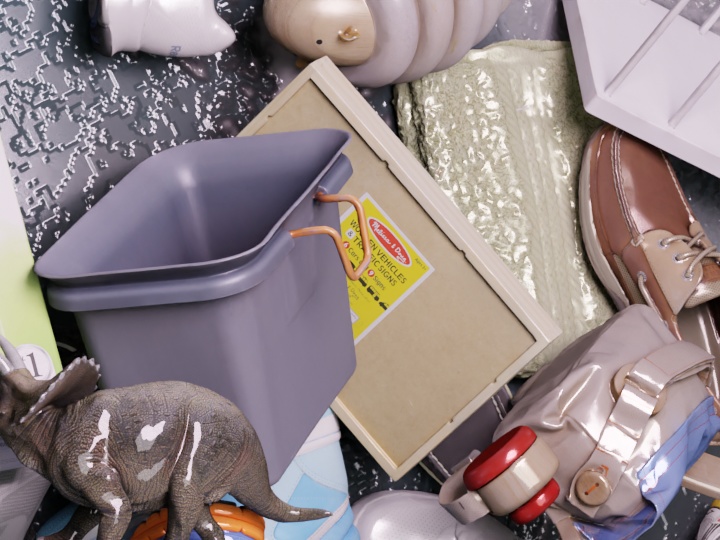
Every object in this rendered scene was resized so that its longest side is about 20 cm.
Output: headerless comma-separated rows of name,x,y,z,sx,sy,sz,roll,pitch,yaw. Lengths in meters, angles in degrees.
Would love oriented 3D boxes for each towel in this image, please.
towel,0.098,-0.036,1.713,0.148,0.036,0.201,-7,88,-27

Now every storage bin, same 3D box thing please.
storage bin,-0.061,0.023,1.508,0.200,0.145,0.135,-55,136,-62

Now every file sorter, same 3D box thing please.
file sorter,0.237,-0.138,1.714,0.199,0.125,0.139,24,34,-22

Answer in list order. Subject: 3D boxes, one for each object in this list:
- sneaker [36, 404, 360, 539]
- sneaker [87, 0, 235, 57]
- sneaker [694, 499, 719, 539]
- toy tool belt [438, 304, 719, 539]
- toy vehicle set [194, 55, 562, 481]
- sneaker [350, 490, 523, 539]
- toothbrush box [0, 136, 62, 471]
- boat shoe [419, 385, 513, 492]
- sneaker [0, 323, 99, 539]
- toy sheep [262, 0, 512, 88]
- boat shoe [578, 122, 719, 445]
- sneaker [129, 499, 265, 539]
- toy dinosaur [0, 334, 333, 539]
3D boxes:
sneaker,-0.074,0.159,1.570,0.199,0.079,0.131,-22,95,-35
sneaker,-0.096,-0.211,1.608,0.087,0.074,0.201,10,88,-13
sneaker,0.291,0.184,1.764,0.199,0.078,0.083,14,77,-25
toy tool belt,0.138,0.110,1.587,0.123,0.125,0.200,51,33,-3
toy vehicle set,0.000,0.000,1.591,0.200,0.124,0.027,50,22,3
sneaker,0.093,0.176,1.643,0.199,0.115,0.074,24,76,-21
toothbrush box,-0.243,0.005,1.466,0.145,0.086,0.201,-9,68,-19
boat shoe,0.030,0.050,1.641,0.071,0.066,0.202,-29,94,7
sneaker,-0.193,0.105,1.538,0.200,0.074,0.080,-48,128,-24
toy sheep,0.023,-0.175,1.641,0.200,0.138,0.138,-32,99,-32
boat shoe,0.186,0.006,1.691,0.075,0.072,0.201,-20,94,-38
sneaker,-0.118,0.194,1.495,0.075,0.200,0.079,18,46,-26
toy dinosaur,-0.098,0.092,1.396,0.199,0.077,0.103,9,93,-16
